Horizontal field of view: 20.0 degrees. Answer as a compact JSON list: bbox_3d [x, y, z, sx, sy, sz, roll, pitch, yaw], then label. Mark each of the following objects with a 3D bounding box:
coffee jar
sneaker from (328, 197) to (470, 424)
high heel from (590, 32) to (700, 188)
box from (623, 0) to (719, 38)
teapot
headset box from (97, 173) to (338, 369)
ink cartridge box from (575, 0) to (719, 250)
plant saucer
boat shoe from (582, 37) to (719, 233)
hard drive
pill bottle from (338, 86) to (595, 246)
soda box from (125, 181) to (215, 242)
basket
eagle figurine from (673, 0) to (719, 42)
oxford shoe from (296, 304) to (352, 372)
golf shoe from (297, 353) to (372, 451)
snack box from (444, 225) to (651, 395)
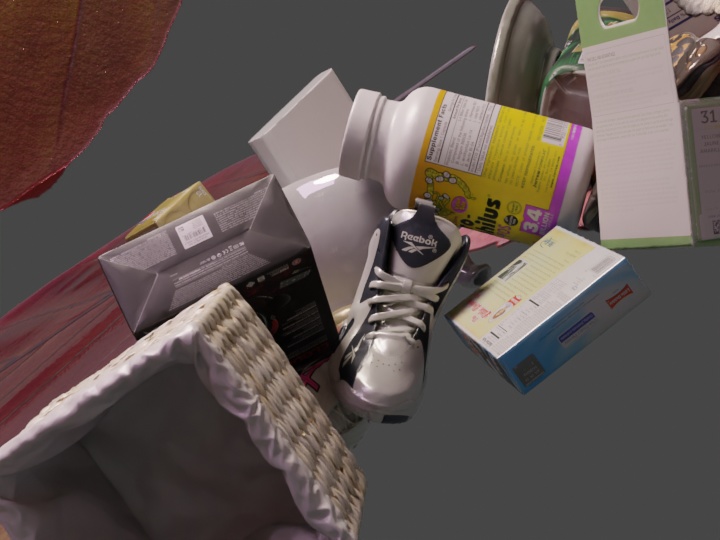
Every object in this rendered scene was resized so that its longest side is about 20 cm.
[{"bbox_3d":[0.216,-0.167,1.841,0.085,0.105,0.200,9,26,12],"label":"coffee jar"},{"bbox_3d":[0.032,0.017,1.567,0.199,0.079,0.130,-64,-10,-56],"label":"sneaker"},{"bbox_3d":[0.239,-0.134,1.717,0.142,0.072,0.200,-30,21,5],"label":"high heel"},{"bbox_3d":[0.320,-0.298,1.805,0.183,0.200,0.105,-28,13,36],"label":"box"},{"bbox_3d":[0.000,0.000,1.770,0.196,0.147,0.200,-13,-13,-5],"label":"teapot"},{"bbox_3d":[-0.102,0.030,1.575,0.148,0.075,0.200,-25,-27,-6],"label":"headset box"},{"bbox_3d":[0.209,-0.115,1.448,0.048,0.201,0.145,-5,1,-18],"label":"ink cartridge box"},{"bbox_3d":[0.157,-0.156,1.897,0.050,0.201,0.200,7,26,13],"label":"plant saucer"},{"bbox_3d":[0.238,-0.088,1.563,0.200,0.073,0.075,-55,4,46],"label":"boat shoe"},{"bbox_3d":[-0.013,-0.073,1.914,0.027,0.201,0.132,-18,21,42],"label":"hard drive"},{"bbox_3d":[0.087,-0.087,1.653,0.104,0.199,0.105,15,-90,-85],"label":"pill bottle"},{"bbox_3d":[-0.122,0.020,1.883,0.068,0.200,0.064,-45,13,-34],"label":"soda box"},{"bbox_3d":[-0.120,0.147,1.412,0.198,0.200,0.161,-34,6,15],"label":"basket"},{"bbox_3d":[0.326,-0.242,1.641,0.151,0.201,0.151,-12,-18,1],"label":"eagle figurine"},{"bbox_3d":[-0.064,0.061,1.716,0.199,0.074,0.071,-28,-24,36],"label":"oxford shoe"},{"bbox_3d":[-0.027,0.107,1.580,0.092,0.073,0.200,-32,12,16],"label":"golf shoe"},{"bbox_3d":[0.134,0.026,1.506,0.116,0.037,0.200,-38,11,-2],"label":"snack box"}]
